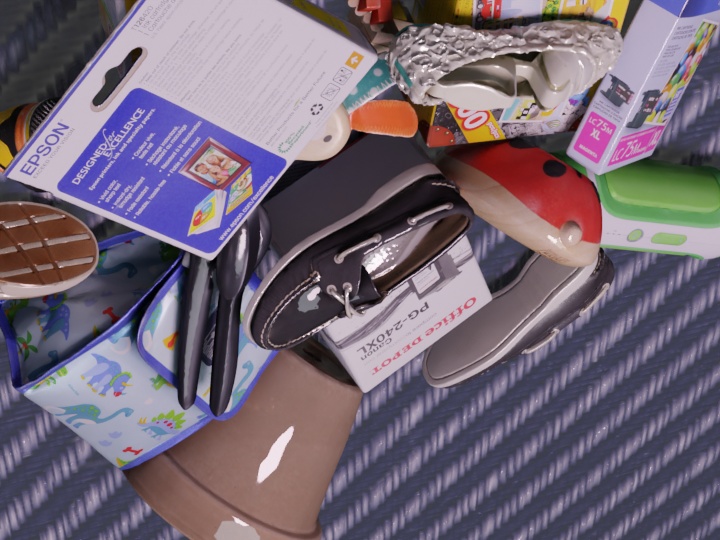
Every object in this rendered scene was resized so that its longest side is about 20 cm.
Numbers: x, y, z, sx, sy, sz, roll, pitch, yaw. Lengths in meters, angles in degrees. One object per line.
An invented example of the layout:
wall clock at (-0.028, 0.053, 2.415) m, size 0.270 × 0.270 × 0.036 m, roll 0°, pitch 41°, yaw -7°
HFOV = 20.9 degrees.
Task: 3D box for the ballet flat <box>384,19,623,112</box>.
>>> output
ballet flat at (0.113, -0.145, 1.455) m, size 0.198 × 0.072 × 0.072 m, roll -4°, pitch 137°, yaw -22°

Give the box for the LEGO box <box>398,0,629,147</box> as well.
LEGO box at (0.122, -0.201, 1.509) m, size 0.147 × 0.078 × 0.201 m, roll -8°, pitch 138°, yaw -17°

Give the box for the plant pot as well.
plant pot at (-0.087, 0.143, 1.723) m, size 0.200 × 0.200 × 0.175 m, roll 27°, pitch 101°, yaw -43°

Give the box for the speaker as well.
speaker at (0.244, -0.058, 1.717) m, size 0.198 × 0.089 × 0.089 m, roll 5°, pitch 133°, yaw -29°

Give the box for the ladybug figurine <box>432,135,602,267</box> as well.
ladybug figurine at (0.134, -0.065, 1.588) m, size 0.135 × 0.200 × 0.072 m, roll 27°, pitch 97°, yaw -31°

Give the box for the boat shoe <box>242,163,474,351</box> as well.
boat shoe at (0.000, 0.000, 1.502) m, size 0.199 × 0.060 × 0.074 m, roll -36°, pitch 142°, yaw -9°

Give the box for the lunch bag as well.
lunch bag at (-0.170, 0.053, 1.609) m, size 0.199 × 0.128 × 0.170 m, roll -31°, pitch 142°, yaw 8°

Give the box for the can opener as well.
can opener at (-0.114, 0.023, 1.516) m, size 0.063 × 0.079 × 0.202 m, roll 21°, pitch 119°, yaw 11°

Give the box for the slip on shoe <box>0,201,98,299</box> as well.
slip on shoe at (-0.307, -0.006, 1.531) m, size 0.198 × 0.077 × 0.061 m, roll -10°, pitch 169°, yaw -23°

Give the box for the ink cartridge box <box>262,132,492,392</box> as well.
ink cartridge box at (0.015, -0.010, 1.632) m, size 0.145 × 0.084 × 0.200 m, roll -36°, pitch 144°, yaw -5°

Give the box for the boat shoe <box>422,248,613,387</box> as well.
boat shoe at (0.145, 0.045, 1.788) m, size 0.200 × 0.074 × 0.060 m, roll -43°, pitch 136°, yaw 11°

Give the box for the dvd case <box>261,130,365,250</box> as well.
dvd case at (-0.064, -0.093, 1.584) m, size 0.141 × 0.018 × 0.201 m, roll -13°, pitch 138°, yaw -13°

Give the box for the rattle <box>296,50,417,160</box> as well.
rattle at (-0.060, -0.114, 1.429) m, size 0.198 × 0.143 × 0.132 m, roll 14°, pitch 96°, yaw 3°

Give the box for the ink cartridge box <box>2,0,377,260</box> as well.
ink cartridge box at (-0.117, -0.116, 1.329) m, size 0.199 × 0.047 × 0.198 m, roll 25°, pitch 114°, yaw -43°

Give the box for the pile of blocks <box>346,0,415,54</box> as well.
pile of blocks at (0.009, -0.228, 1.437) m, size 0.082 × 0.062 × 0.200 m, roll -28°, pitch 140°, yaw 6°

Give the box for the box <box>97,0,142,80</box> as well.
box at (-0.131, -0.224, 1.336) m, size 0.100 × 0.113 × 0.201 m, roll -14°, pitch 140°, yaw -11°

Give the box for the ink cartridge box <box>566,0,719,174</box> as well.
ink cartridge box at (0.241, -0.176, 1.552) m, size 0.119 × 0.042 × 0.201 m, roll -21°, pitch 139°, yaw -59°

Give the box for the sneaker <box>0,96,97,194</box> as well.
sneaker at (-0.213, -0.086, 1.497) m, size 0.089 × 0.071 × 0.200 m, roll -1°, pitch 168°, yaw 31°
